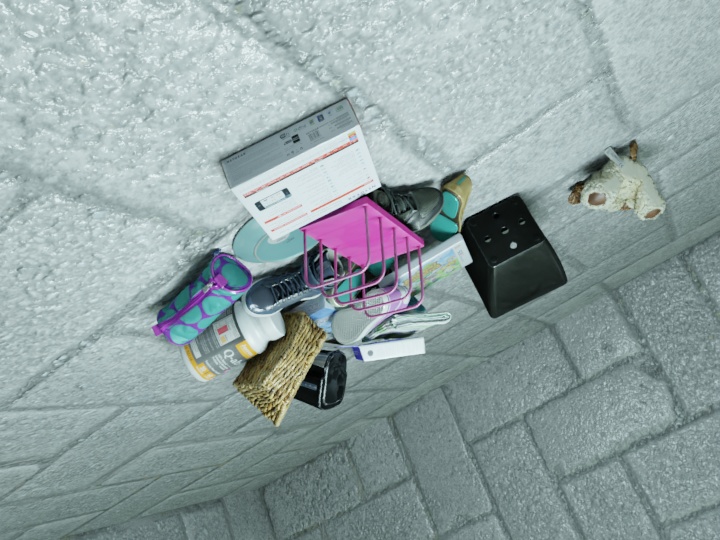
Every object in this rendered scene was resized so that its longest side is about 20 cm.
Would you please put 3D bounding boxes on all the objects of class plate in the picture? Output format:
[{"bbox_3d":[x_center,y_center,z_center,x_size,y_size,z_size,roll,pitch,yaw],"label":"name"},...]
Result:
[{"bbox_3d":[-0.126,-0.060,1.119,0.197,0.026,0.201,-22,159,-9],"label":"plate"}]

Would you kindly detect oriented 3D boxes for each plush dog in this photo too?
[{"bbox_3d":[0.584,-0.195,1.482,0.196,0.164,0.172,10,166,-9],"label":"plush dog"}]

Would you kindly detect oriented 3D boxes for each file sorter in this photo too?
[{"bbox_3d":[0.009,-0.010,1.087,0.137,0.128,0.199,-17,153,29],"label":"file sorter"}]

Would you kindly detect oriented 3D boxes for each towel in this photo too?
[{"bbox_3d":[0.098,0.132,1.429,0.146,0.031,0.200,-2,163,-23],"label":"towel"}]

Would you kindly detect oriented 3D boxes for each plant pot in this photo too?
[{"bbox_3d":[0.334,-0.047,1.452,0.197,0.202,0.178,-26,148,5],"label":"plant pot"}]

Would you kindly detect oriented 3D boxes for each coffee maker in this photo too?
[{"bbox_3d":[-0.138,0.266,1.540,0.134,0.197,0.196,-34,129,-49],"label":"coffee maker"}]

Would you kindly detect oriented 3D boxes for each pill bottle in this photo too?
[{"bbox_3d":[-0.259,0.133,1.296,0.197,0.118,0.116,-27,159,6],"label":"pill bottle"}]

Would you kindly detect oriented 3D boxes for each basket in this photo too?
[{"bbox_3d":[-0.140,0.206,1.336,0.141,0.149,0.201,-13,-143,45],"label":"basket"}]

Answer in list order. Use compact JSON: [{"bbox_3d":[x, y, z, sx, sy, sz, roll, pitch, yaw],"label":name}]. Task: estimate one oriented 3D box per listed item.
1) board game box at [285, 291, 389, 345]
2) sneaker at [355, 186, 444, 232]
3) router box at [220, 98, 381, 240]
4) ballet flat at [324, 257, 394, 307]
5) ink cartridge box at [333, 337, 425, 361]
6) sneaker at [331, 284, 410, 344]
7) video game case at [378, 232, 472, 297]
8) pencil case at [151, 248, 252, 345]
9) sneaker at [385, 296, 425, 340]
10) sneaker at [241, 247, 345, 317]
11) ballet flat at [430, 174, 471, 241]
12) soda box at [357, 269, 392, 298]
[{"bbox_3d":[-0.060,0.114,1.459,0.196,0.044,0.199,15,150,-35],"label":"board game box"},{"bbox_3d":[0.065,-0.112,1.137,0.196,0.078,0.114,-15,164,-10],"label":"sneaker"},{"bbox_3d":[-0.080,-0.140,0.940,0.197,0.049,0.180,-26,157,1],"label":"router box"},{"bbox_3d":[0.000,0.000,1.325,0.199,0.068,0.062,-39,-163,-24],"label":"ballet flat"},{"bbox_3d":[0.040,0.190,1.516,0.196,0.044,0.198,-4,173,-6],"label":"ink cartridge box"},{"bbox_3d":[0.028,0.091,1.325,0.113,0.074,0.200,-16,167,-44],"label":"sneaker"},{"bbox_3d":[0.144,0.002,1.378,0.198,0.022,0.182,-31,160,7],"label":"video game case"},{"bbox_3d":[-0.280,0.052,1.128,0.199,0.086,0.092,-39,171,31],"label":"pencil case"},{"bbox_3d":[0.093,0.122,1.561,0.132,0.079,0.200,-59,-175,6],"label":"sneaker"},{"bbox_3d":[-0.121,0.020,1.219,0.200,0.078,0.146,-20,172,-40],"label":"sneaker"},{"bbox_3d":[0.187,-0.122,1.275,0.063,0.068,0.201,-50,169,-20],"label":"ballet flat"},{"bbox_3d":[0.031,0.037,1.455,0.062,0.072,0.201,-21,159,-11],"label":"soda box"}]
